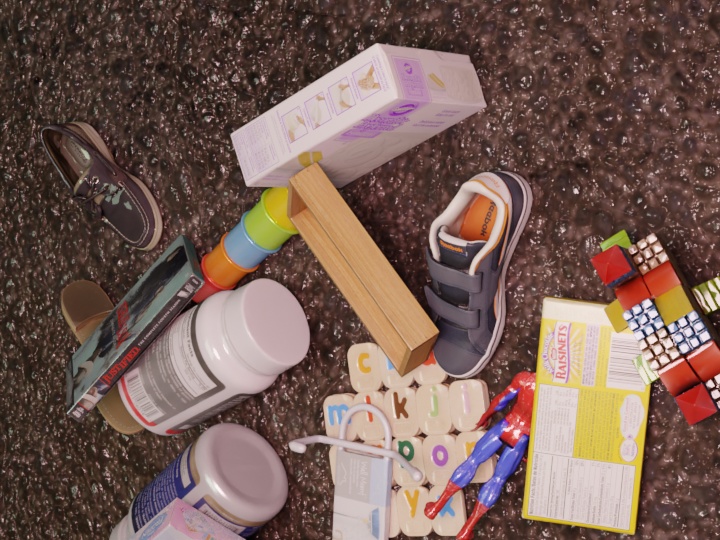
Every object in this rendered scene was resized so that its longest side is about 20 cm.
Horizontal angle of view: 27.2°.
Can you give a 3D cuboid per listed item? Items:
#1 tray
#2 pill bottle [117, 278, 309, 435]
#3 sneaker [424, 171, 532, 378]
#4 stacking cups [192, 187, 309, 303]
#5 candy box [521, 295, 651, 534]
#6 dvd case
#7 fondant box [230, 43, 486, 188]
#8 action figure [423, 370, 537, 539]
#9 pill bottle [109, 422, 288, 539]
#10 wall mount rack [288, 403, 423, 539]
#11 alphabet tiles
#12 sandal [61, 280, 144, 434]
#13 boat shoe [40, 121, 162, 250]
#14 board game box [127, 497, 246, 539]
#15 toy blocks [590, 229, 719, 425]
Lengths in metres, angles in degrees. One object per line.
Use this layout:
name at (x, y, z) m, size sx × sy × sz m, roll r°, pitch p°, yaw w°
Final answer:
tray at (0.000, 0.000, 1.415) m, size 0.200 × 0.037 × 0.099 m, roll 55°, pitch 167°, yaw 13°
pill bottle at (-0.154, 0.090, 1.564) m, size 0.200 × 0.114 × 0.114 m, roll -29°, pitch 75°, yaw 36°
sneaker at (0.095, 0.004, 1.375) m, size 0.078 × 0.079 × 0.201 m, roll 19°, pitch 102°, yaw 33°
stacking cups at (-0.113, -0.027, 1.562) m, size 0.200 × 0.060 × 0.061 m, roll -44°, pitch 66°, yaw 34°
candy box at (0.203, 0.128, 1.314) m, size 0.102 × 0.026 × 0.201 m, roll 7°, pitch 97°, yaw 17°
dvd case at (-0.245, 0.059, 1.597) m, size 0.200 × 0.022 × 0.146 m, roll -49°, pitch 20°, yaw 7°
fondant box at (-0.003, -0.142, 1.410) m, size 0.200 × 0.144 × 0.058 m, roll -28°, pitch 75°, yaw 36°
action figure at (0.135, 0.156, 1.371) m, size 0.065 × 0.052 × 0.200 m, roll 37°, pitch 107°, yaw 9°
pill bottle at (-0.178, 0.260, 1.591) m, size 0.200 × 0.116 × 0.116 m, roll -42°, pitch 67°, yaw 32°
wall mount rack at (0.005, 0.237, 1.450) m, size 0.173 × 0.074 × 0.201 m, roll 7°, pitch 98°, yaw 38°
alphabet tiles at (0.047, 0.165, 1.470) m, size 0.200 × 0.015 × 0.196 m, roll -10°, pitch 86°, yaw 39°
sandal at (-0.289, 0.112, 1.719) m, size 0.212 × 0.077 × 0.070 m, roll 60°, pitch 156°, yaw 28°
boat shoe at (-0.301, -0.097, 1.702) m, size 0.200 × 0.065 × 0.072 m, roll 51°, pitch 119°, yaw 24°
board game box at (-0.173, 0.348, 1.558) m, size 0.200 × 0.199 × 0.043 m, roll -42°, pitch 24°, yaw 32°
toy blocks at (0.253, 0.047, 1.204) m, size 0.100 × 0.137 × 0.200 m, roll -31°, pitch 78°, yaw 14°
